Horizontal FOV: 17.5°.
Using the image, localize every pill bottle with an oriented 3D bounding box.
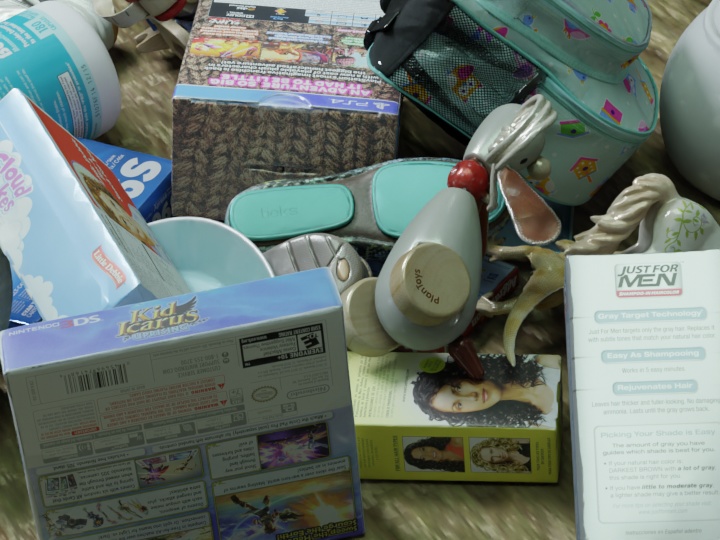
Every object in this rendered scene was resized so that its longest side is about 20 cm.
[{"bbox_3d":[-0.284,-0.113,1.735,0.199,0.111,0.111,-32,46,-29],"label":"pill bottle"}]

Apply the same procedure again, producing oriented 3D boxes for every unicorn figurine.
[{"bbox_3d":[0.228,0.009,1.518,0.074,0.200,0.138,26,77,49],"label":"unicorn figurine"}]

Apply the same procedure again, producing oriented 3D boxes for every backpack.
[{"bbox_3d":[0.122,-0.150,1.635,0.153,0.200,0.176,-40,14,23],"label":"backpack"}]

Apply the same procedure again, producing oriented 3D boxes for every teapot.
[{"bbox_3d":[0.305,-0.144,1.675,0.199,0.147,0.197,28,49,33],"label":"teapot"}]

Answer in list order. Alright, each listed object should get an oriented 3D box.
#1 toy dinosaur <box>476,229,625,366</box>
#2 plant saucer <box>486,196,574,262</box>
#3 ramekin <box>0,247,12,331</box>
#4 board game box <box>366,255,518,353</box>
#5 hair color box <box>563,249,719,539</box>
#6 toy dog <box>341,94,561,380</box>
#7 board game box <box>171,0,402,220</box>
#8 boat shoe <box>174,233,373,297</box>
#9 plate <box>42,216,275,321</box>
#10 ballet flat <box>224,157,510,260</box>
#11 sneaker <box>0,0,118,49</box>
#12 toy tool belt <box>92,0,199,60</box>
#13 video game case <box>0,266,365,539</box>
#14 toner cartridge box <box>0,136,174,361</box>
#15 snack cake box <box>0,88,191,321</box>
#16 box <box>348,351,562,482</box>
[{"bbox_3d":[0.125,0.006,1.552,0.101,0.059,0.199,4,18,40],"label":"toy dinosaur"},{"bbox_3d":[0.123,-0.071,1.706,0.069,0.019,0.201,4,40,5],"label":"plant saucer"},{"bbox_3d":[-0.319,0.006,1.532,0.199,0.202,0.105,21,36,29],"label":"ramekin"},{"bbox_3d":[0.000,0.000,1.634,0.199,0.020,0.103,21,44,29],"label":"board game box"},{"bbox_3d":[0.175,0.092,1.397,0.098,0.061,0.202,-2,69,3],"label":"hair color box"},{"bbox_3d":[0.076,-0.010,1.492,0.200,0.096,0.132,-49,12,-9],"label":"toy dog"},{"bbox_3d":[-0.047,-0.125,1.704,0.158,0.097,0.201,5,33,2],"label":"board game box"},{"bbox_3d":[-0.079,0.032,1.565,0.199,0.073,0.075,-10,65,25],"label":"boat shoe"},{"bbox_3d":[-0.131,0.060,1.516,0.199,0.026,0.202,-15,58,25],"label":"plate"},{"bbox_3d":[0.008,-0.035,1.607,0.198,0.075,0.075,-1,39,7],"label":"ballet flat"},{"bbox_3d":[-0.296,-0.205,1.878,0.199,0.076,0.088,14,42,23],"label":"sneaker"},{"bbox_3d":[-0.140,-0.226,1.843,0.125,0.123,0.200,-37,31,12],"label":"toy tool belt"},{"bbox_3d":[-0.103,0.098,1.396,0.198,0.182,0.046,-10,37,-7],"label":"video game case"},{"bbox_3d":[-0.214,-0.015,1.659,0.094,0.043,0.200,13,42,23],"label":"toner cartridge box"},{"bbox_3d":[-0.174,-0.011,1.490,0.067,0.115,0.200,-41,51,6],"label":"snack cake box"},{"bbox_3d":[0.029,0.092,1.492,0.198,0.050,0.076,-1,38,7],"label":"box"}]
